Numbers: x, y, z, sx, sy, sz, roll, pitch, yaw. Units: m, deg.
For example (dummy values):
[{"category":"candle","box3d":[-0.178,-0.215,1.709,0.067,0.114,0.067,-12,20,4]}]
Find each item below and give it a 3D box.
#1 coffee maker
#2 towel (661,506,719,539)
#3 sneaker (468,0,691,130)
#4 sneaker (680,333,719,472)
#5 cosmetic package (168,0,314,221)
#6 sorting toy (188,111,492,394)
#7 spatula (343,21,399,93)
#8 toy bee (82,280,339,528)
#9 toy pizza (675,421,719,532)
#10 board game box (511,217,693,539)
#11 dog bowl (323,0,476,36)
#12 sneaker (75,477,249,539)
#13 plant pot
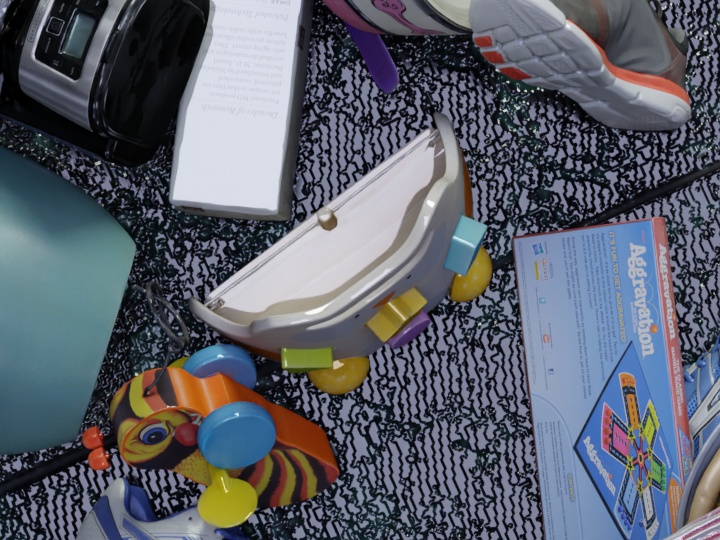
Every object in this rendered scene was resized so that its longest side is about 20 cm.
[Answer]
[{"category":"coffee maker","box3d":[-0.195,-0.154,1.675,0.200,0.192,0.135,22,113,12]},{"category":"towel","box3d":[0.219,0.209,1.678,0.146,0.030,0.200,-28,131,-2]},{"category":"sneaker","box3d":[0.133,-0.150,1.717,0.077,0.200,0.082,1,73,36]},{"category":"sneaker","box3d":[0.232,0.065,1.741,0.077,0.076,0.200,13,91,3]},{"category":"cosmetic package","box3d":[-0.068,-0.132,1.745,0.074,0.102,0.200,5,89,3]},{"category":"sorting toy","box3d":[0.000,0.000,1.699,0.200,0.180,0.107,-37,87,1]},{"category":"spatula","box3d":[-0.007,-0.206,1.777,0.021,0.057,0.200,-9,80,-11]},{"category":"toy bee","box3d":[-0.108,0.089,1.718,0.109,0.131,0.200,-33,114,14]},{"category":"toy pizza","box3d":[0.283,0.148,1.717,0.200,0.032,0.200,-6,108,-19]},{"category":"board game box","box3d":[0.150,0.072,1.747,0.103,0.019,0.200,-7,88,36]},{"category":"dog bowl","box3d":[0.020,-0.230,1.708,0.074,0.200,0.200,-13,88,30]},{"category":"sneaker","box3d":[-0.088,0.185,1.728,0.200,0.075,0.088,18,81,21]},{"category":"plant pot","box3d":[-0.226,0.020,1.702,0.161,0.201,0.201,18,89,-5]}]
